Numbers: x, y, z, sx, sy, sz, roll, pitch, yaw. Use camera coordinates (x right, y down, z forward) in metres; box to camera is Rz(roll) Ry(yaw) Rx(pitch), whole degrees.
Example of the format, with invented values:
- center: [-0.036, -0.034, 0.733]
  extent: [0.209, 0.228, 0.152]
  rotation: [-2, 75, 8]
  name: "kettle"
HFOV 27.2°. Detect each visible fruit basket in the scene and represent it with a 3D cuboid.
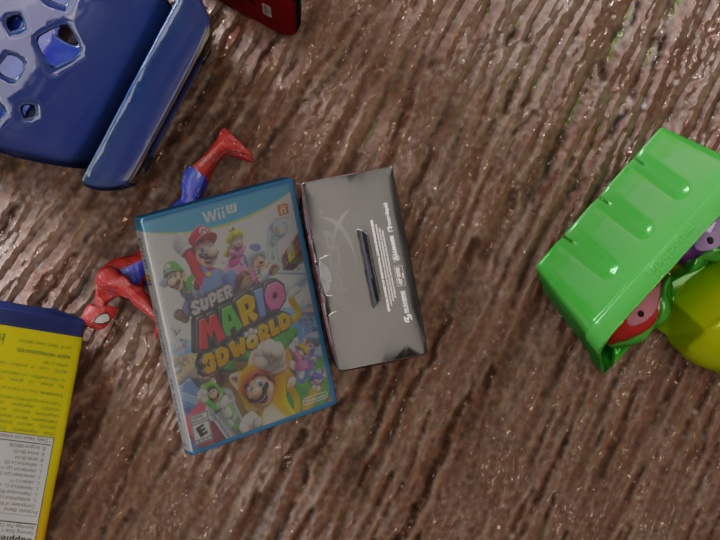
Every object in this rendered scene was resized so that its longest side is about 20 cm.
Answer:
- center: [0.275, 0.014, 1.245]
  extent: [0.215, 0.156, 0.216]
  rotation: [-2, 77, 10]
  name: "fruit basket"

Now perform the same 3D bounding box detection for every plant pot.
- center: [-0.228, -0.169, 1.193]
  extent: [0.179, 0.200, 0.200]
  rotation: [28, 89, -7]
  name: "plant pot"

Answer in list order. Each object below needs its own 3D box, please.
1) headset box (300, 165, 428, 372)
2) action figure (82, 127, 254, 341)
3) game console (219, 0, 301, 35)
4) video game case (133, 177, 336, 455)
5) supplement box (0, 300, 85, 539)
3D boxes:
- center: [0.000, 0.000, 1.196]
  extent: [0.075, 0.200, 0.149]
  rotation: [-11, 89, -3]
  name: "headset box"
- center: [-0.147, -0.013, 1.256]
  extent: [0.099, 0.065, 0.200]
  rotation: [43, 87, 2]
  name: "action figure"
- center: [-0.102, -0.289, 1.194]
  extent: [0.172, 0.200, 0.119]
  rotation: [28, 89, -2]
  name: "game console"
- center: [-0.101, 0.036, 1.233]
  extent: [0.143, 0.018, 0.201]
  rotation: [-17, 103, -29]
  name: "video game case"
- center: [-0.306, 0.124, 1.211]
  extent: [0.109, 0.109, 0.201]
  rotation: [12, 88, -25]
  name: "supplement box"
